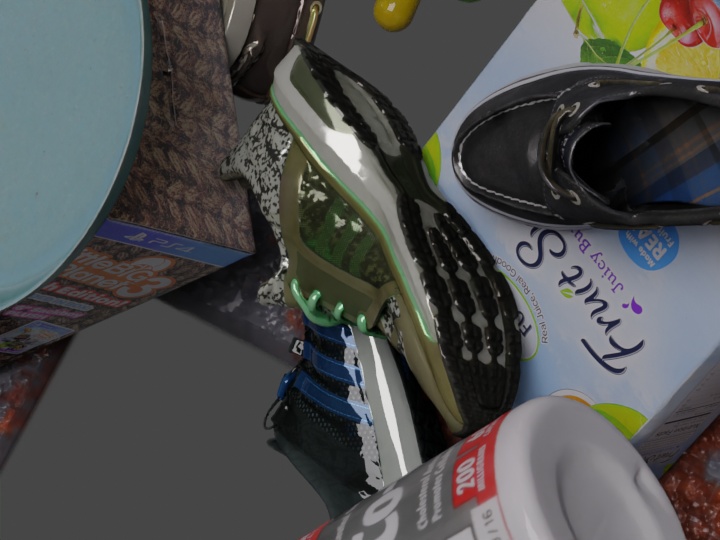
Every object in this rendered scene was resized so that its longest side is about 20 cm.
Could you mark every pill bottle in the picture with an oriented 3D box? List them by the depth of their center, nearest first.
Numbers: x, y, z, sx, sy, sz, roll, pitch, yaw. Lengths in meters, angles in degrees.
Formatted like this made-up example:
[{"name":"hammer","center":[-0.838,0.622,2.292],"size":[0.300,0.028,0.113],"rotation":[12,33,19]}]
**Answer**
[{"name":"pill bottle","center":[0.027,0.144,1.095],"size":[0.200,0.114,0.115],"rotation":[-33,64,30]}]

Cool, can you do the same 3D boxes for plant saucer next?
[{"name":"plant saucer","center":[-0.157,-0.076,1.158],"size":[0.199,0.027,0.202],"rotation":[-9,76,39]}]

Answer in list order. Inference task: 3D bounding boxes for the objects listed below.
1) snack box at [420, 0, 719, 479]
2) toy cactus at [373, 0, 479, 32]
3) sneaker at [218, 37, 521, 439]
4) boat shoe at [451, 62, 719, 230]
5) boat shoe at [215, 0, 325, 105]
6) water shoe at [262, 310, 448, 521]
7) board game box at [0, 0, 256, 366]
[{"name":"snack box","center":[0.118,-0.030,1.137],"size":[0.169,0.067,0.200],"rotation":[54,125,25]},{"name":"toy cactus","center":[0.046,-0.202,1.195],"size":[0.199,0.102,0.166],"rotation":[-15,85,39]},{"name":"sneaker","center":[0.000,0.000,1.146],"size":[0.089,0.077,0.201],"rotation":[-42,56,23]},{"name":"boat shoe","center":[0.106,-0.045,1.058],"size":[0.199,0.066,0.071],"rotation":[8,98,40]},{"name":"boat shoe","center":[-0.034,-0.178,1.283],"size":[0.072,0.059,0.201],"rotation":[-2,69,53]},{"name":"water shoe","center":[-0.012,0.052,1.202],"size":[0.078,0.071,0.201],"rotation":[-20,68,16]},{"name":"board game box","center":[-0.161,-0.057,1.239],"size":[0.199,0.097,0.161],"rotation":[-22,67,35]}]
